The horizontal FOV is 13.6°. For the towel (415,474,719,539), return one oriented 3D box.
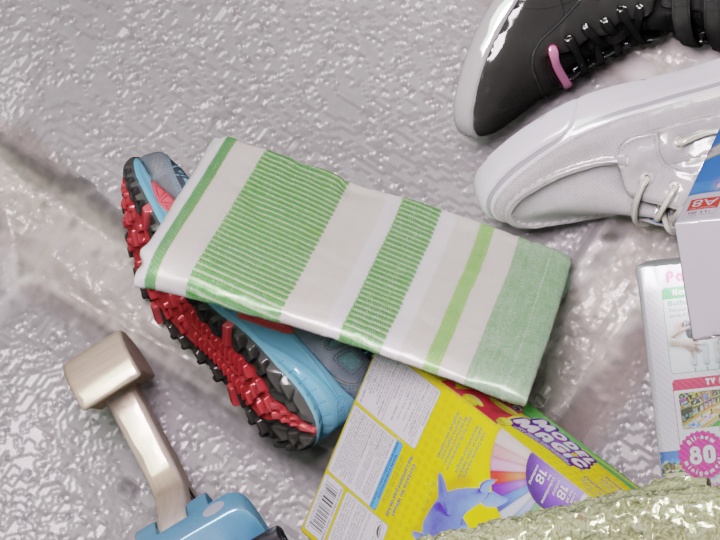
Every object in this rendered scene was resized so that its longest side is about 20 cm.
[{"bbox_3d":[0.088,0.177,1.346,0.199,0.036,0.149,-13,81,18],"label":"towel"}]

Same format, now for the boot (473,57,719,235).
[{"bbox_3d":[0.161,-0.043,1.507,0.199,0.074,0.096,-21,59,5],"label":"boot"}]

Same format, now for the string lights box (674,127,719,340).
[{"bbox_3d":[0.212,-0.037,1.362,0.102,0.200,0.059,-4,112,18],"label":"string lights box"}]

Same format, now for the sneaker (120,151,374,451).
[{"bbox_3d":[-0.050,0.008,1.558,0.095,0.080,0.200,-26,57,-24],"label":"sneaker"}]

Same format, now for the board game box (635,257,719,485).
[{"bbox_3d":[0.214,0.088,1.414,0.147,0.064,0.201,-6,91,12],"label":"board game box"}]

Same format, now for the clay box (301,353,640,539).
[{"bbox_3d":[0.069,0.129,1.437,0.200,0.047,0.115,37,115,33],"label":"clay box"}]

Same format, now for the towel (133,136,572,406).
[{"bbox_3d":[0.000,0.000,1.488,0.199,0.153,0.024,19,119,5],"label":"towel"}]

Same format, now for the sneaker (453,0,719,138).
[{"bbox_3d":[0.138,-0.130,1.548,0.099,0.071,0.200,37,78,29],"label":"sneaker"}]

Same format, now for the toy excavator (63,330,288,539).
[{"bbox_3d":[-0.082,0.141,1.495,0.100,0.200,0.195,-32,109,1],"label":"toy excavator"}]
